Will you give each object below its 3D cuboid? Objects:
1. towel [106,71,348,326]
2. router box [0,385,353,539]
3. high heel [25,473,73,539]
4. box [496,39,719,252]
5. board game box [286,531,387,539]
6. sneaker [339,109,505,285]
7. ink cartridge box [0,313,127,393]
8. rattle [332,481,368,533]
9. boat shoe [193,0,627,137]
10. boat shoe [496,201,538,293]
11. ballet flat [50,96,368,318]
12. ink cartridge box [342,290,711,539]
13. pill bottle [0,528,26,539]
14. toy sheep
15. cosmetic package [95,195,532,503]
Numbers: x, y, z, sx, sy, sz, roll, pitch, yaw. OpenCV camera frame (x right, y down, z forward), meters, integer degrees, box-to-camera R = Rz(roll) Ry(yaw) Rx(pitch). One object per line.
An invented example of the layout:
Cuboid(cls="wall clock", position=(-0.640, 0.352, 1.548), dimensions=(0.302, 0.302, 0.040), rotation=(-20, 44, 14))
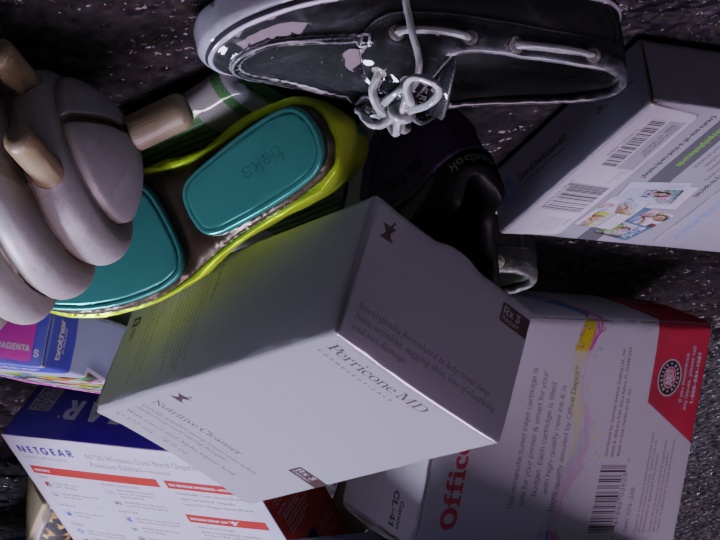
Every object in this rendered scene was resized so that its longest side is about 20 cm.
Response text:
Cuboid(cls="towel", position=(-0.094, -0.033, 1.169), dimensions=(0.200, 0.023, 0.152), rotation=(-27, 146, 31))
Cuboid(cls="router box", position=(-0.103, 0.155, 1.404), dimensions=(0.200, 0.049, 0.180), rotation=(2, 134, 37))
Cuboid(cls="high heel", position=(-0.161, 0.166, 1.554), dimensions=(0.142, 0.072, 0.200), rotation=(3, 172, -8))
Cuboid(cls="box", position=(0.195, -0.060, 1.198), dimensions=(0.199, 0.041, 0.156), rotation=(6, 154, -25))
Cuboid(cls="board game box", position=(0.058, 0.182, 1.327), dimensions=(0.151, 0.037, 0.200), rotation=(5, -178, 38))
Cuboid(cls="sneaker", position=(0.029, 0.008, 1.145), dimensions=(0.076, 0.088, 0.200), rotation=(-16, 134, -23))
Cuboid(cls="ink cartridge box", position=(-0.187, 0.040, 1.232), dimensions=(0.119, 0.042, 0.200), rotation=(6, 170, 24))
Cuboid(cls="rattle", position=(-0.068, 0.142, 1.429), dimensions=(0.143, 0.130, 0.200), rotation=(-10, 147, -39))
Cuboid(cls="boat shoe", position=(0.024, -0.097, 1.027), dimensions=(0.199, 0.068, 0.074), rotation=(-2, 156, -12))
Cuboid(cls="boat shoe", position=(0.000, 0.000, 1.246), dimensions=(0.199, 0.064, 0.071), rotation=(-12, 156, 12))
Cuboid(cls="ballet flat", position=(-0.080, -0.029, 1.103), dimensions=(0.200, 0.067, 0.067), rotation=(-25, 175, 25))
Cuboid(cls="ink cartridge box", position=(0.102, 0.088, 1.343), dimensions=(0.200, 0.148, 0.086), rotation=(5, -170, -33))
Cuboid(cls="pill bottle", position=(-0.235, 0.254, 1.571), dimensions=(0.119, 0.120, 0.200), rotation=(-2, -178, -11))
Cuboid(cls="toy sheep", position=(-0.171, -0.037, 1.039), dimensions=(0.199, 0.138, 0.138), rotation=(-19, 155, 10))
Cuboid(cls="cosmetic package", position=(-0.025, 0.044, 1.104), dimensions=(0.113, 0.081, 0.200), rotation=(34, 149, -27))
